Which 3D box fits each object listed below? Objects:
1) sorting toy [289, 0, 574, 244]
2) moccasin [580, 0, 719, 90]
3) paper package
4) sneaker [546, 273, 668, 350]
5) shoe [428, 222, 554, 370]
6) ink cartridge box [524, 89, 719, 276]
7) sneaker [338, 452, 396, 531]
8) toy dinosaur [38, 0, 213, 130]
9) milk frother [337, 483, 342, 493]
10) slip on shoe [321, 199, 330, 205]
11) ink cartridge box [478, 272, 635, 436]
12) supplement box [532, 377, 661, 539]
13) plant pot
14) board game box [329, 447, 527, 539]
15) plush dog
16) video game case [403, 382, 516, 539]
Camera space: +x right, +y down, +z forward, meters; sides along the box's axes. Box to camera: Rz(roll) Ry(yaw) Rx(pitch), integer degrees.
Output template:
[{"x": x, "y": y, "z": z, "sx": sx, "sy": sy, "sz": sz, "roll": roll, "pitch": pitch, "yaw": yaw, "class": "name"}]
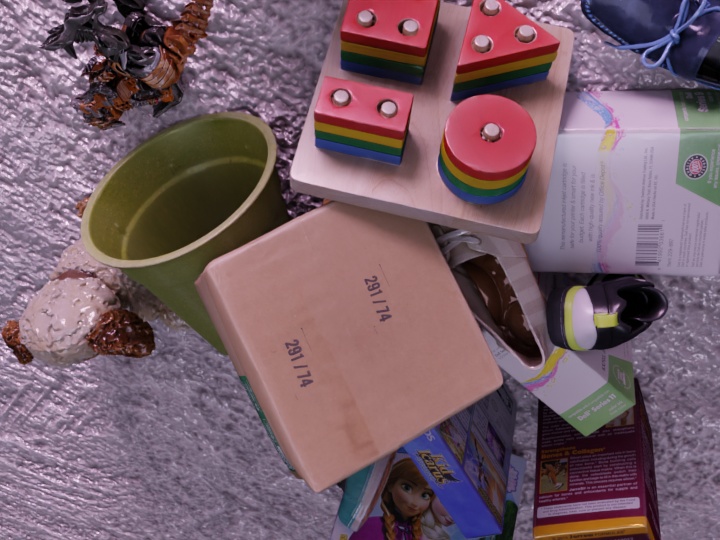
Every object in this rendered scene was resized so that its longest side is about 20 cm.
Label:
[{"x": 0.063, "y": -0.143, "z": 0.723, "sx": 0.197, "sy": 0.201, "sz": 0.070, "roll": 13, "pitch": 155, "yaw": 4, "class": "sorting toy"}, {"x": 0.272, "y": -0.188, "z": 0.726, "sx": 0.199, "sy": 0.068, "sz": 0.081, "roll": 18, "pitch": 128, "yaw": 1, "class": "moccasin"}, {"x": -0.012, "y": 0.048, "z": 0.760, "sx": 0.190, "sy": 0.103, "sz": 0.201, "roll": -27, "pitch": 90, "yaw": -12, "class": "paper package"}, {"x": 0.239, "y": 0.039, "z": 0.824, "sx": 0.082, "sy": 0.200, "sz": 0.072, "roll": -5, "pitch": 95, "yaw": 36, "class": "sneaker"}, {"x": 0.109, "y": -0.002, "z": 0.784, "sx": 0.070, "sy": 0.053, "sz": 0.201, "roll": -27, "pitch": 103, "yaw": 30, "class": "shoe"}, {"x": 0.215, "y": -0.077, "z": 0.812, "sx": 0.199, "sy": 0.088, "sz": 0.146, "roll": 0, "pitch": 125, "yaw": 12, "class": "ink cartridge box"}, {"x": 0.003, "y": 0.179, "z": 1.008, "sx": 0.079, "sy": 0.201, "sz": 0.071, "roll": 16, "pitch": 166, "yaw": 11, "class": "sneaker"}, {"x": -0.204, "y": -0.207, "z": 0.837, "sx": 0.200, "sy": 0.102, "sz": 0.136, "roll": -42, "pitch": 124, "yaw": 16, "class": "toy dinosaur"}, {"x": 0.033, "y": 0.363, "z": 1.115, "sx": 0.199, "sy": 0.189, "sz": 0.181, "roll": 23, "pitch": 127, "yaw": -3, "class": "milk frother"}, {"x": 0.000, "y": 0.000, "z": 0.942, "sx": 0.061, "sy": 0.074, "sz": 0.201, "roll": 24, "pitch": 140, "yaw": 35, "class": "slip on shoe"}, {"x": 0.174, "y": 0.051, "z": 0.895, "sx": 0.200, "sy": 0.117, "sz": 0.067, "roll": 39, "pitch": 124, "yaw": -14, "class": "ink cartridge box"}, {"x": 0.243, "y": 0.214, "z": 0.945, "sx": 0.110, "sy": 0.200, "sz": 0.086, "roll": -12, "pitch": 123, "yaw": 22, "class": "supplement box"}, {"x": -0.135, "y": -0.018, "z": 0.899, "sx": 0.199, "sy": 0.201, "sz": 0.190, "roll": -9, "pitch": 136, "yaw": 20, "class": "plant pot"}, {"x": 0.074, "y": 0.279, "z": 1.037, "sx": 0.199, "sy": 0.200, "sz": 0.041, "roll": 17, "pitch": 149, "yaw": 0, "class": "board game box"}, {"x": -0.279, "y": 0.031, "z": 0.959, "sx": 0.199, "sy": 0.172, "sz": 0.161, "roll": -8, "pitch": 123, "yaw": 20, "class": "plush dog"}, {"x": 0.094, "y": 0.137, "z": 0.938, "sx": 0.045, "sy": 0.182, "sz": 0.201, "roll": -19, "pitch": 119, "yaw": 26, "class": "video game case"}]
